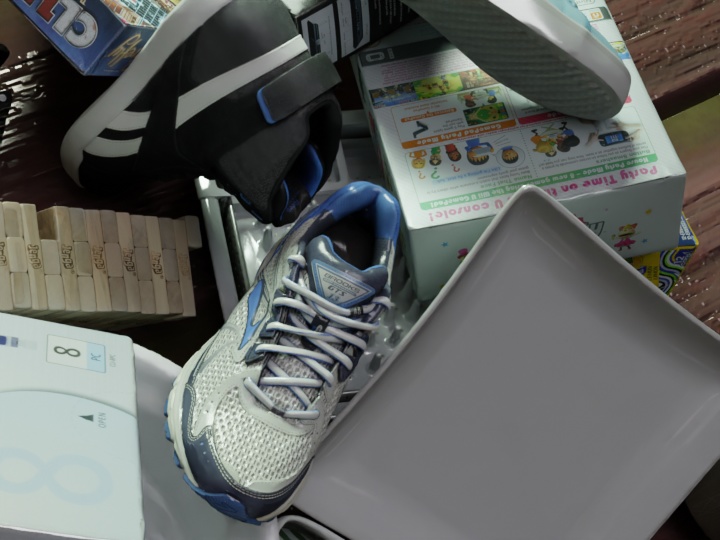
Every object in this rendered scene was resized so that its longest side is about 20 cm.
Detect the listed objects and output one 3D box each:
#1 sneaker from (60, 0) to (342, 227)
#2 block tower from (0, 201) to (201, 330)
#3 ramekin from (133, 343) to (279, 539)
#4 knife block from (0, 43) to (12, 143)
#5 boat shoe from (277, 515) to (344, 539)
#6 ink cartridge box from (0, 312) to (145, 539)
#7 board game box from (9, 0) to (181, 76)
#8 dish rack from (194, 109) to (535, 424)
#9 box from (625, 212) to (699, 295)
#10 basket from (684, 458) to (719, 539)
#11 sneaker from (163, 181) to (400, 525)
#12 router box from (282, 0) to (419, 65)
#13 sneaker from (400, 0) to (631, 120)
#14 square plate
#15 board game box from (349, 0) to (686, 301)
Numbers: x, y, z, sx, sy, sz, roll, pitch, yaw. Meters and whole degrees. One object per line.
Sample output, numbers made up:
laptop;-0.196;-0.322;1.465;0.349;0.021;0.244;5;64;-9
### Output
sneaker;-0.081;-0.058;0.762;0.073;0.200;0.112;-34;87;-38
block tower;-0.165;-0.001;0.731;0.200;0.054;0.058;1;79;-51
ramekin;-0.146;0.138;0.695;0.200;0.098;0.201;9;61;-17
knife block;-0.277;-0.066;0.765;0.199;0.064;0.176;-8;67;-24
boat shoe;0.020;0.198;0.747;0.200;0.067;0.074;34;58;-3
ink cartridge box;-0.187;0.062;0.582;0.199;0.047;0.160;13;23;-16
board game box;-0.148;-0.162;0.804;0.135;0.200;0.035;45;103;4
dish rack;0.000;0.000;0.828;0.171;0.044;0.200;-5;56;-15
box;0.127;-0.066;0.890;0.064;0.070;0.200;-3;50;-19
basket;0.283;0.083;0.817;0.180;0.200;0.136;-24;85;-43
sneaker;-0.030;0.027;0.700;0.077;0.085;0.200;30;44;-10
router box;-0.031;-0.214;0.853;0.157;0.052;0.200;-32;57;-20
sneaker;0.066;-0.161;0.752;0.200;0.074;0.082;37;75;-3
square plate;0.088;0.081;0.767;0.200;0.028;0.198;36;98;-26
board game box;0.077;-0.091;0.822;0.147;0.064;0.200;-11;51;-3
